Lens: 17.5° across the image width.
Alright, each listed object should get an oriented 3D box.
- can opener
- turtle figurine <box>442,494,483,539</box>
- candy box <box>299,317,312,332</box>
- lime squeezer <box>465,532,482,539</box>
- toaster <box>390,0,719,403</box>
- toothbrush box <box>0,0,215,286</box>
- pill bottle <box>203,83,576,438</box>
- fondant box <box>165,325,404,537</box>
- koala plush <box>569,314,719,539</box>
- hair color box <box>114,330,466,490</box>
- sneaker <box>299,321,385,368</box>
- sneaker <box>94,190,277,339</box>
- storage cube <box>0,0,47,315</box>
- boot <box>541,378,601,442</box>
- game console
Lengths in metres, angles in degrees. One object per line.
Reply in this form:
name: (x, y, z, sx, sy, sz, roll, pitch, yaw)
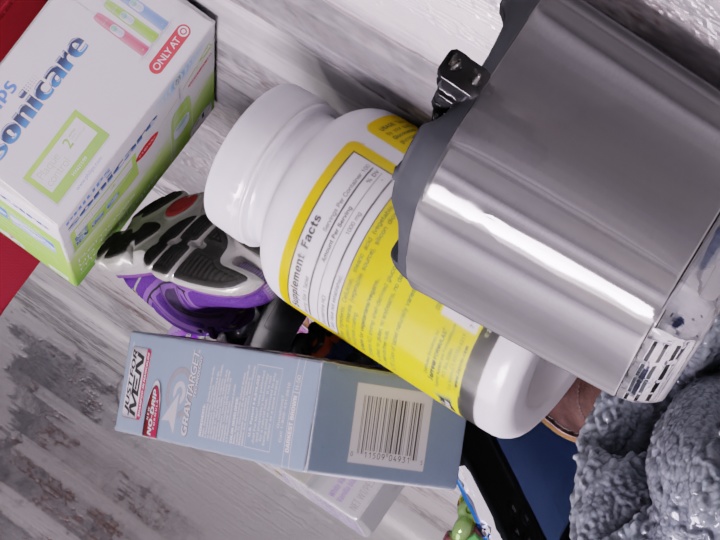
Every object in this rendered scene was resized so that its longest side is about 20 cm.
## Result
can opener: (-0.045, 0.015, 1.397, 0.200, 0.078, 0.064, 112, 146, -46)
turtle figurine: (0.133, 0.233, 1.846, 0.200, 0.144, 0.194, 37, 174, 15)
candy box: (0.005, 0.027, 1.561, 0.200, 0.061, 0.136, 31, 168, 22)
lime squeezer: (0.133, 0.239, 1.473, 0.200, 0.038, 0.071, 51, -167, -35)
toaster: (0.089, -0.028, 0.901, 0.129, 0.114, 0.200, 31, 167, 8)
toothbrush box: (-0.158, -0.086, 1.350, 0.086, 0.146, 0.200, 36, 169, 4)
pill bottle: (0.023, -0.011, 1.183, 0.200, 0.113, 0.112, 33, 169, 20)
fondant box: (-0.036, 0.075, 1.676, 0.200, 0.145, 0.058, 32, 170, 20)
koala plush: (0.195, 0.096, 0.994, 0.177, 0.184, 0.200, 38, 158, -13)
hair color box: (-0.040, 0.074, 1.269, 0.099, 0.061, 0.200, 11, 177, -35)
sneaker: (0.036, 0.025, 1.326, 0.078, 0.076, 0.200, 4, 153, -28)
sneaker: (-0.079, -0.001, 1.333, 0.083, 0.081, 0.200, 50, 164, -17)
storage cube: (-0.286, -0.108, 1.577, 0.171, 0.180, 0.200, 29, 169, 35)
boot: (0.161, 0.052, 1.216, 0.200, 0.072, 0.167, 39, 156, 12)
game console: (0.149, 0.112, 1.312, 0.171, 0.118, 0.200, 63, -157, -8)
